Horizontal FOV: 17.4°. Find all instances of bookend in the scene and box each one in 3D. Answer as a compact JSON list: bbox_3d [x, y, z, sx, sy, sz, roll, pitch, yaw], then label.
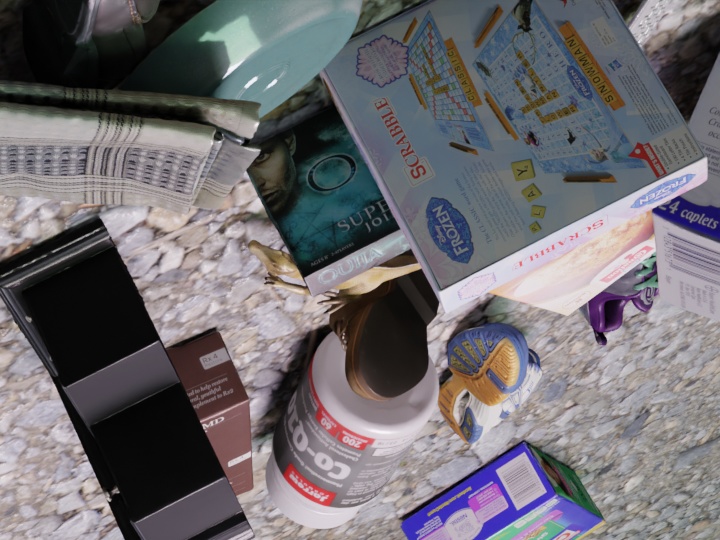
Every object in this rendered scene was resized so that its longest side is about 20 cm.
[{"bbox_3d":[-0.169,0.101,1.697,0.092,0.201,0.199,-26,158,-5],"label":"bookend"}]

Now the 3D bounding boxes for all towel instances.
[{"bbox_3d":[-0.165,-0.068,1.425,0.198,0.035,0.193,3,164,-11],"label":"towel"}]

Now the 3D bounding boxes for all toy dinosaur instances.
[{"bbox_3d":[0.000,0.000,1.809,0.199,0.059,0.101,-4,177,-24],"label":"toy dinosaur"}]

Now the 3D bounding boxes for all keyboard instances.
[{"bbox_3d":[0.196,-0.164,1.736,0.056,0.011,0.200,-34,160,-56],"label":"keyboard"}]

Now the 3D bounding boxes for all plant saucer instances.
[{"bbox_3d":[-0.070,-0.130,1.473,0.199,0.036,0.200,-34,171,-6],"label":"plant saucer"}]

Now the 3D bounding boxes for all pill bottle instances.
[{"bbox_3d":[-0.013,0.141,2.063,0.113,0.114,0.200,-15,153,-28],"label":"pill bottle"}]

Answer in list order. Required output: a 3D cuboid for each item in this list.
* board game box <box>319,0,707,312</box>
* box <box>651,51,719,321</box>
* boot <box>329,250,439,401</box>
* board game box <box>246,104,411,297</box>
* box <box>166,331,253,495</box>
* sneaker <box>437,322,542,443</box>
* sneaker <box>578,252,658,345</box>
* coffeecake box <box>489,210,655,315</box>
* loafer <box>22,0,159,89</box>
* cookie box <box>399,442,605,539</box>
[{"bbox_3d":[0.099,-0.102,1.576,0.199,0.201,0.041,-26,155,-3],"label":"board game box"},{"bbox_3d":[0.317,-0.077,1.871,0.184,0.104,0.201,68,45,-67],"label":"box"},{"bbox_3d":[0.010,0.052,1.867,0.075,0.074,0.200,-23,-161,22],"label":"boot"},{"bbox_3d":[0.028,-0.077,1.633,0.199,0.136,0.028,-27,140,-4],"label":"board game box"},{"bbox_3d":[-0.146,0.137,1.962,0.100,0.075,0.200,-23,155,-11],"label":"box"},{"bbox_3d":[0.130,0.087,2.187,0.088,0.075,0.200,-32,166,-21],"label":"sneaker"},{"bbox_3d":[0.256,-0.020,2.065,0.074,0.088,0.200,-6,149,-41],"label":"sneaker"},{"bbox_3d":[0.171,-0.045,1.936,0.153,0.073,0.200,-38,156,20],"label":"coffeecake box"},{"bbox_3d":[-0.149,-0.164,1.346,0.072,0.073,0.200,-24,167,-20],"label":"loafer"},{"bbox_3d":[0.160,0.278,2.590,0.171,0.075,0.200,-34,157,11],"label":"cookie box"}]
